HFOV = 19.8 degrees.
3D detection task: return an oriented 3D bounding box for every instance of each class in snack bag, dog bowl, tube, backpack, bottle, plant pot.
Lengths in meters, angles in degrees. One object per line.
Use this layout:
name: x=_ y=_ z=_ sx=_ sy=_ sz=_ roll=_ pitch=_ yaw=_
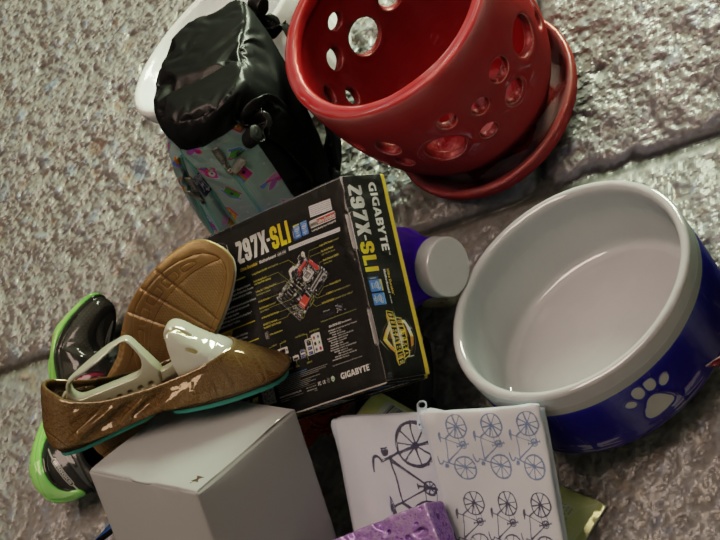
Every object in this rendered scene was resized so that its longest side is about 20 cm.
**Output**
snack bag: x=0.066 y=0.190 z=1.529 sx=0.200 sy=0.021 sz=0.189 roll=-4 pitch=101 yaw=36
dog bowl: x=0.173 y=0.034 z=1.542 sx=0.200 sy=0.079 sz=0.200 roll=-24 pitch=41 yaw=23
tube: x=0.082 y=0.163 z=1.563 sx=0.200 sy=0.052 sz=0.058 roll=29 pitch=124 yaw=22
backpack: x=-0.092 y=-0.105 z=1.731 sx=0.126 sy=0.200 sz=0.167 roll=-12 pitch=42 yaw=21
bottle: x=0.000 y=0.000 z=1.641 sx=0.200 sy=0.083 sz=0.065 roll=-3 pitch=60 yaw=48
plant pot: x=0.066 y=-0.171 z=1.697 sx=0.200 sy=0.182 sz=0.201 roll=-18 pitch=56 yaw=29

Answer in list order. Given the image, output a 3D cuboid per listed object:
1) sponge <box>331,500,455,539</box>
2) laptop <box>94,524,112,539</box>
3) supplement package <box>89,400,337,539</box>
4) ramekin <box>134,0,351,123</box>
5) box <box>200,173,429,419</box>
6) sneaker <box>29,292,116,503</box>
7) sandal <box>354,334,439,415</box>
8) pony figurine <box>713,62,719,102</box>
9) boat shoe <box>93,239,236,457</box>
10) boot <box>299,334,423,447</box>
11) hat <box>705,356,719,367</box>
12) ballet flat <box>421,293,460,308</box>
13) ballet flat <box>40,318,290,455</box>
sponge: x=0.042 y=0.281 z=1.511 sx=0.111 sy=0.030 sz=0.200 roll=-24 pitch=77 yaw=28
laptop: x=-0.171 y=0.113 z=1.736 sx=0.177 sy=0.103 sz=0.200 roll=-38 pitch=60 yaw=54
supplement package: x=-0.100 y=0.212 z=1.583 sx=0.121 sy=0.200 sz=0.120 roll=6 pitch=33 yaw=41
ramekin: x=-0.102 y=-0.187 z=1.871 sx=0.200 sy=0.098 sz=0.201 roll=-35 pitch=28 yaw=22
box: x=-0.042 y=0.029 z=1.591 sx=0.200 sy=0.049 sz=0.160 roll=-22 pitch=76 yaw=48
sneaker: x=-0.243 y=0.117 z=1.876 sx=0.084 sy=0.077 sz=0.200 roll=-2 pitch=66 yaw=19
sandal: x=0.035 y=0.146 z=1.648 sx=0.076 sy=0.043 sz=0.201 roll=-21 pitch=58 yaw=40
pony figurine: x=0.312 y=-0.244 z=1.582 sx=0.193 sy=0.167 sz=0.200 roll=-36 pitch=32 yaw=8
boat shoe: x=-0.153 y=0.058 z=1.635 sx=0.071 sy=0.069 sz=0.200 roll=33 pitch=108 yaw=8
boot: x=-0.022 y=0.090 z=1.662 sx=0.200 sy=0.075 sz=0.108 roll=-6 pitch=80 yaw=51
hat: x=0.308 y=-0.020 z=1.417 sx=0.166 sy=0.176 sz=0.200 roll=-36 pitch=48 yaw=18
ballet flat: x=0.012 y=0.010 z=1.742 sx=0.200 sy=0.066 sz=0.057 roll=10 pitch=112 yaw=43
ballet flat: x=-0.156 y=0.079 z=1.568 sx=0.200 sy=0.072 sz=0.068 roll=-18 pitch=17 yaw=11
